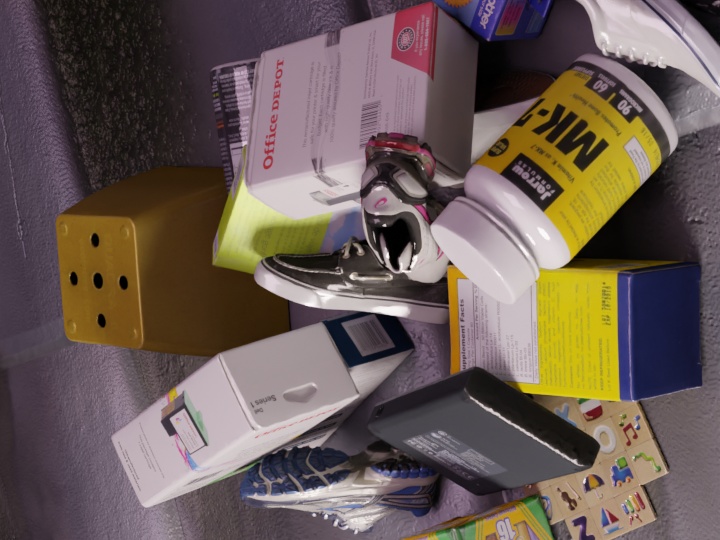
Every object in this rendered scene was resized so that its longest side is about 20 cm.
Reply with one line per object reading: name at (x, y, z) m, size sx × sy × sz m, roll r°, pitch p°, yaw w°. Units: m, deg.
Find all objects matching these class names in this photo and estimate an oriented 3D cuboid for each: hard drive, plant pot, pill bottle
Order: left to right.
plant pot at (-0.211, -0.002, 1.892) m, size 0.200 × 0.176 × 0.201 m, roll 4°, pitch 101°, yaw 45°
pill bottle at (-0.087, -0.112, 1.797) m, size 0.106 × 0.106 × 0.201 m, roll -5°, pitch 95°, yaw 45°
hard drive at (0.107, 0.149, 1.609) m, size 0.200 × 0.139 × 0.033 m, roll -28°, pitch 33°, yaw 62°
pill bottle at (0.159, -0.074, 1.483) m, size 0.114 × 0.200 × 0.114 m, roll 42°, pitch 169°, yaw 10°

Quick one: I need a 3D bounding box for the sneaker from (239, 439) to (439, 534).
sneaker at (-0.018, 0.224, 1.755) m, size 0.077 × 0.199 × 0.085 m, roll -100°, pitch 6°, yaw -63°

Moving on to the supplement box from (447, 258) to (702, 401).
supplement box at (0.184, 0.047, 1.549) m, size 0.200 × 0.109 × 0.109 m, roll 3°, pitch 96°, yaw 43°

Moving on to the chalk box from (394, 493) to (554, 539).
chalk box at (0.120, 0.329, 1.661) m, size 0.124 × 0.124 × 0.201 m, roll -25°, pitch 80°, yaw 47°

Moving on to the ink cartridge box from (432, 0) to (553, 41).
ink cartridge box at (0.114, -0.295, 1.586) m, size 0.200 × 0.076 × 0.137 m, roll 39°, pitch 123°, yaw 31°

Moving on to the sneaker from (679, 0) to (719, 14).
sneaker at (0.306, -0.261, 1.411) m, size 0.200 × 0.074 × 0.081 m, roll -7°, pitch 54°, yaw 56°

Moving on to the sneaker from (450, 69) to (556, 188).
sneaker at (0.109, -0.126, 1.642) m, size 0.200 × 0.073 × 0.085 m, roll -11°, pitch 121°, yaw 39°

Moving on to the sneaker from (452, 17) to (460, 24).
sneaker at (0.028, -0.196, 1.705) m, size 0.199 × 0.074 × 0.084 m, roll -4°, pitch 121°, yaw 41°

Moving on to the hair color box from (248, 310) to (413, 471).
hair color box at (-0.044, 0.120, 1.803) m, size 0.061 × 0.100 × 0.200 m, roll 57°, pitch 131°, yaw 19°

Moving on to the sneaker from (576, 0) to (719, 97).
sneaker at (0.230, -0.200, 1.466) m, size 0.200 × 0.073 × 0.071 m, roll 45°, pitch 102°, yaw 15°

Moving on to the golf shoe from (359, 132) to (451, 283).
golf shoe at (0.034, -0.032, 1.523) m, size 0.072 × 0.200 × 0.092 m, roll 7°, pitch 64°, yaw 18°

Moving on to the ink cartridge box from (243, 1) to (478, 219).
ink cartridge box at (0.000, -0.139, 1.597) m, size 0.199 × 0.085 × 0.146 m, roll -10°, pitch 64°, yaw 34°

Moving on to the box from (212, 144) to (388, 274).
box at (-0.032, -0.041, 1.728) m, size 0.048 × 0.199 × 0.122 m, roll -99°, pitch 25°, yaw -58°

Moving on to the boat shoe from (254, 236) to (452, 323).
boat shoe at (0.000, 0.000, 1.692) m, size 0.071 × 0.199 × 0.064 m, roll -110°, pitch 30°, yaw -65°

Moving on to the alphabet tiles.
alphabet tiles at (0.196, 0.151, 1.638) m, size 0.166 × 0.006 × 0.201 m, roll -34°, pitch 74°, yaw 43°

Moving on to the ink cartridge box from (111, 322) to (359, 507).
ink cartridge box at (-0.121, 0.138, 1.708) m, size 0.200 × 0.145 × 0.084 m, roll -36°, pitch 76°, yaw 43°
